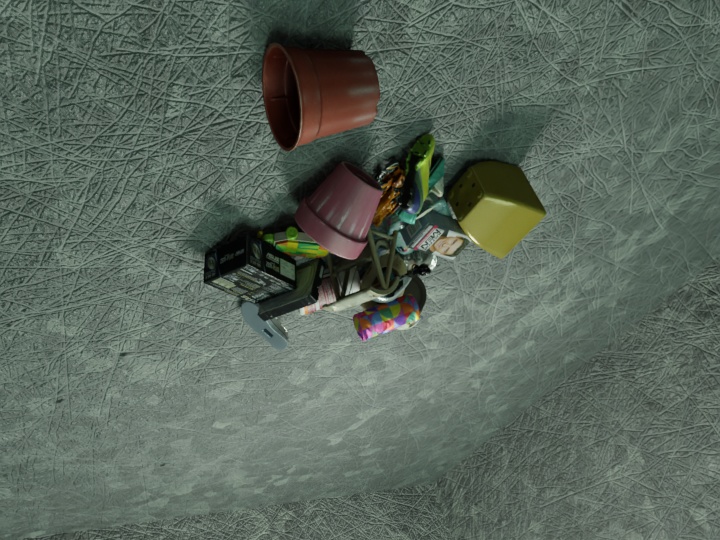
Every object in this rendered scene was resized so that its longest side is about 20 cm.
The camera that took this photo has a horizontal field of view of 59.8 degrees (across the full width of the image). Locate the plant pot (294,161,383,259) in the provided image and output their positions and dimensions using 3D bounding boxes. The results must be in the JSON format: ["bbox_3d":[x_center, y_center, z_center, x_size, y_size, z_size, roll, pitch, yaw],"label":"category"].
[{"bbox_3d":[-0.041,-0.160,1.559,0.197,0.201,0.181,16,115,-43],"label":"plant pot"}]

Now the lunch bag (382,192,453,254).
[{"bbox_3d":[0.162,-0.139,1.790,0.196,0.078,0.161,-28,146,6],"label":"lunch bag"}]

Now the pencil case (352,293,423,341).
[{"bbox_3d":[0.077,0.135,1.772,0.195,0.090,0.089,-16,146,-15],"label":"pencil case"}]

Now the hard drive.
[{"bbox_3d":[-0.192,0.051,1.734,0.196,0.142,0.038,-20,131,32],"label":"hard drive"}]

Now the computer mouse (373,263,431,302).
[{"bbox_3d":[0.112,0.043,1.777,0.197,0.045,0.109,-33,-170,-19],"label":"computer mouse"}]

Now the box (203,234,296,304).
[{"bbox_3d":[-0.290,0.003,1.664,0.161,0.088,0.199,-20,150,30],"label":"box"}]

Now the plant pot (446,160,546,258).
[{"bbox_3d":[0.357,-0.187,1.754,0.196,0.199,0.195,15,132,-34],"label":"plant pot"}]

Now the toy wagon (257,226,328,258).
[{"bbox_3d":[-0.177,-0.072,1.658,0.194,0.041,0.155,5,164,-10],"label":"toy wagon"}]

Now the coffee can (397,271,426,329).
[{"bbox_3d":[0.133,0.098,1.979,0.143,0.150,0.200,-21,166,-3],"label":"coffee can"}]

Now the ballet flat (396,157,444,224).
[{"bbox_3d":[0.178,-0.203,1.658,0.201,0.070,0.067,-52,178,-6],"label":"ballet flat"}]

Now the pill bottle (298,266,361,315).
[{"bbox_3d":[-0.100,0.052,1.863,0.195,0.111,0.111,-16,146,-10],"label":"pill bottle"}]

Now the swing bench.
[{"bbox_3d":[0.000,0.000,1.718,0.128,0.206,0.196,14,156,-41],"label":"swing bench"}]

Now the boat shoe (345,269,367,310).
[{"bbox_3d":[0.001,0.050,1.964,0.074,0.061,0.199,45,113,-8],"label":"boat shoe"}]

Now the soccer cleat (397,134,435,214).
[{"bbox_3d":[0.150,-0.243,1.593,0.083,0.064,0.206,18,88,-50],"label":"soccer cleat"}]

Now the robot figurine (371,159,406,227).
[{"bbox_3d":[0.074,-0.206,1.665,0.143,0.059,0.200,13,131,-45],"label":"robot figurine"}]

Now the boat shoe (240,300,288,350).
[{"bbox_3d":[-0.286,0.146,1.915,0.074,0.087,0.202,-32,116,22],"label":"boat shoe"}]

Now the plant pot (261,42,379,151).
[{"bbox_3d":[-0.076,-0.360,1.269,0.191,0.203,0.203,-15,146,-26],"label":"plant pot"}]

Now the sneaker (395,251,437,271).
[{"bbox_3d":[0.153,-0.034,1.882,0.090,0.078,0.199,12,161,-29],"label":"sneaker"}]

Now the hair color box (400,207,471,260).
[{"bbox_3d":[0.216,-0.099,1.752,0.197,0.062,0.099,12,132,-41],"label":"hair color box"}]

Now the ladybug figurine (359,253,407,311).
[{"bbox_3d":[0.063,0.040,1.845,0.135,0.203,0.072,37,164,-18],"label":"ladybug figurine"}]
